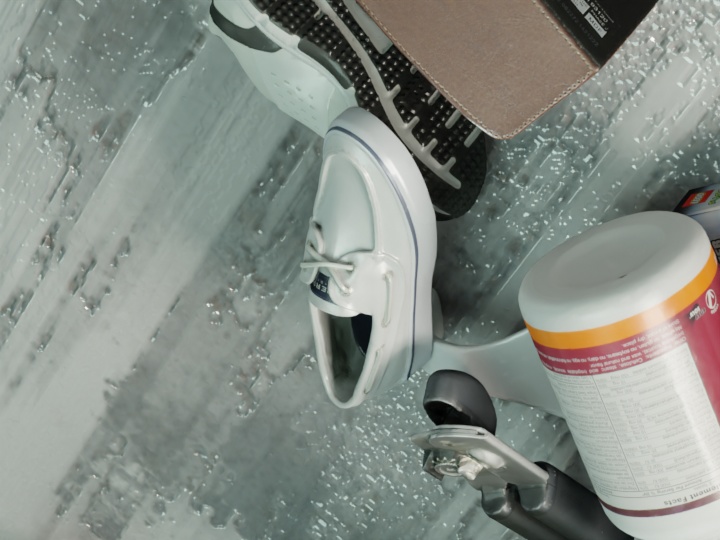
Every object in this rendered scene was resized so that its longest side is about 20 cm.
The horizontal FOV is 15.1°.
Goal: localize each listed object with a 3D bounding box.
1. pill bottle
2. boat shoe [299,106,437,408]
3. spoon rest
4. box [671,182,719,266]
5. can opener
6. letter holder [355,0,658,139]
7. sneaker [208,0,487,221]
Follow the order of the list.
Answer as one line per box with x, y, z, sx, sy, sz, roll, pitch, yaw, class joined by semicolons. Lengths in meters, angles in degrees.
0.169;0.078;1.490;0.109;0.110;0.200;-9;116;35;pill bottle
0.000;0.000;1.534;0.073;0.065;0.200;29;143;36;boat shoe
0.116;0.050;1.581;0.200;0.061;0.100;6;122;29;spoon rest
0.260;0.039;1.503;0.110;0.035;0.200;-13;111;36;box
0.101;0.116;1.596;0.053;0.067;0.200;-8;152;34;can opener
0.033;-0.164;1.459;0.200;0.101;0.142;49;126;-5;letter holder
-0.008;-0.106;1.560;0.200;0.074;0.080;49;149;-1;sneaker
